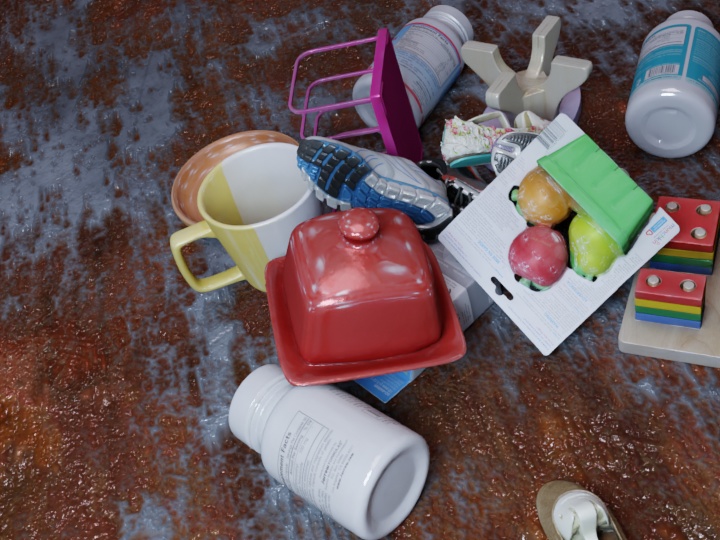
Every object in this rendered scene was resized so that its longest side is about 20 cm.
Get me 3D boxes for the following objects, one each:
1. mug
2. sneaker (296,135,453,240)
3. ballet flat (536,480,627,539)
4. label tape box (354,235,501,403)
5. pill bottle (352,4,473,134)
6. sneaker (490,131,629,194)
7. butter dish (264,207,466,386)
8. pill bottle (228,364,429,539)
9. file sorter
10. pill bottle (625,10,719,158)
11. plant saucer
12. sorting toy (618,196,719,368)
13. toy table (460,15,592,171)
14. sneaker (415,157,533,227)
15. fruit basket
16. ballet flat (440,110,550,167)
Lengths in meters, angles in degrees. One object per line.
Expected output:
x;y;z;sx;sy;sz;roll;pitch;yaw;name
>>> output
-0.123;-0.051;1.233;0.184;0.154;0.150;-2;47;16;mug
0.017;-0.108;1.162;0.199;0.075;0.087;26;38;-14;sneaker
0.213;0.255;0.894;0.067;0.073;0.201;-19;45;-1;ballet flat
0.045;0.038;1.159;0.200;0.066;0.143;-40;49;-22;label tape box
0.082;-0.290;1.428;0.108;0.109;0.201;17;54;30;pill bottle
0.229;-0.117;1.198;0.083;0.198;0.081;42;112;56;sneaker
0.000;0.000;1.044;0.198;0.149;0.200;-8;43;-8;butter dish
-0.037;0.177;1.017;0.199;0.115;0.114;26;59;35;pill bottle
-0.003;-0.179;1.288;0.124;0.201;0.140;-7;45;14;file sorter
0.410;-0.248;1.283;0.110;0.111;0.201;6;50;23;pill bottle
-0.166;-0.118;1.394;0.198;0.038;0.202;-9;47;9;plant saucer
0.396;0.004;1.077;0.197;0.070;0.201;8;50;24;sorting toy
0.223;-0.240;1.331;0.182;0.118;0.201;7;49;23;toy table
0.130;-0.083;1.220;0.081;0.078;0.200;3;23;-35;sneaker
0.216;-0.041;1.100;0.200;0.094;0.185;-47;73;13;fruit basket
0.189;-0.167;1.236;0.198;0.076;0.065;-5;79;-24;ballet flat
